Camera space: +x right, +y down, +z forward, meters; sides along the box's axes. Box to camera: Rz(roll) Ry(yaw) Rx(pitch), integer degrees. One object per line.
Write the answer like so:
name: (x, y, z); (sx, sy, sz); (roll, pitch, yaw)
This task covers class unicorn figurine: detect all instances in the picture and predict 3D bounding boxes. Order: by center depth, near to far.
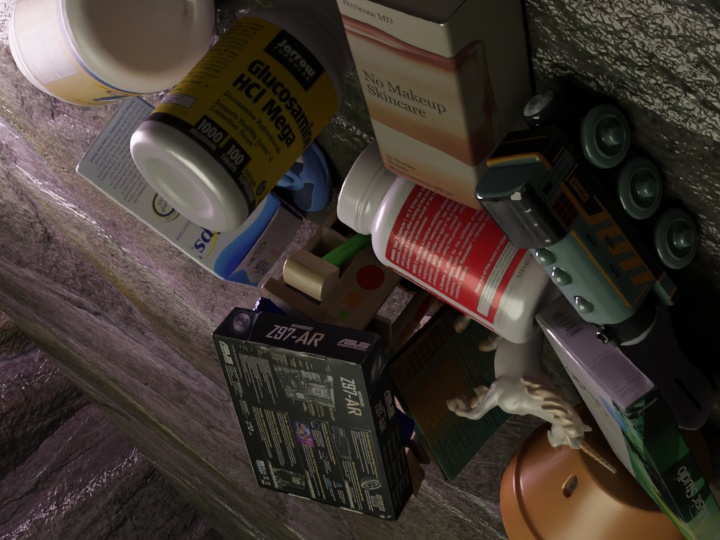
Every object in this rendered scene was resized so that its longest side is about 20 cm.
unicorn figurine: (0.146, 0.095, 1.111); (0.073, 0.202, 0.137); (3, 166, -41)

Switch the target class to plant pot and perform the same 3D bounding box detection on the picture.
plant pot: (0.250, 0.207, 1.163); (0.199, 0.200, 0.141); (34, 142, 12)

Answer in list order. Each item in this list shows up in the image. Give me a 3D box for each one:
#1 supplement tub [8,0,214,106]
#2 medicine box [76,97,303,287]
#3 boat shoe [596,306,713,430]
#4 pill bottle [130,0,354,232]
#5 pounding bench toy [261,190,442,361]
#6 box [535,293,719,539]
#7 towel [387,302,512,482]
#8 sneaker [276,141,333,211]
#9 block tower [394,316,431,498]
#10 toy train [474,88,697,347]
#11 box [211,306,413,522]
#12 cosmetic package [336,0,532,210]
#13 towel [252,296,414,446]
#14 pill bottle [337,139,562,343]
supplement tub: (-0.238, -0.230, 1.114); (0.145, 0.145, 0.199); (49, 157, -25)
medicine box: (-0.177, -0.080, 1.293); (0.199, 0.103, 0.182); (36, 180, 5)
boat shoe: (0.238, 0.073, 1.051); (0.071, 0.072, 0.200); (9, 145, 49)
pill bottle: (-0.085, -0.138, 0.978); (0.112, 0.201, 0.113); (32, 158, 15)
pounding bench toy: (0.000, 0.000, 1.171); (0.124, 0.156, 0.200); (31, 158, 18)
box: (0.224, 0.127, 0.981); (0.200, 0.036, 0.145); (54, 180, -35)
towel: (0.104, 0.114, 1.249); (0.022, 0.147, 0.201); (30, 158, 43)
sneaker: (-0.097, -0.121, 1.192); (0.074, 0.083, 0.200); (14, 150, 43)
block tower: (0.066, 0.146, 1.310); (0.057, 0.201, 0.054); (3, 142, 30)
toy train: (0.170, -0.036, 0.890); (0.200, 0.114, 0.085); (49, 156, -24)
box: (-0.042, 0.136, 1.121); (0.159, 0.044, 0.201); (8, 130, 28)
cosmetic package: (0.060, -0.149, 0.878); (0.103, 0.087, 0.201); (27, 155, 30)
towel: (-0.042, 0.111, 1.190); (0.200, 0.050, 0.148); (40, 152, -3)
pill bottle: (0.083, -0.032, 1.039); (0.199, 0.113, 0.113); (31, 157, 18)
